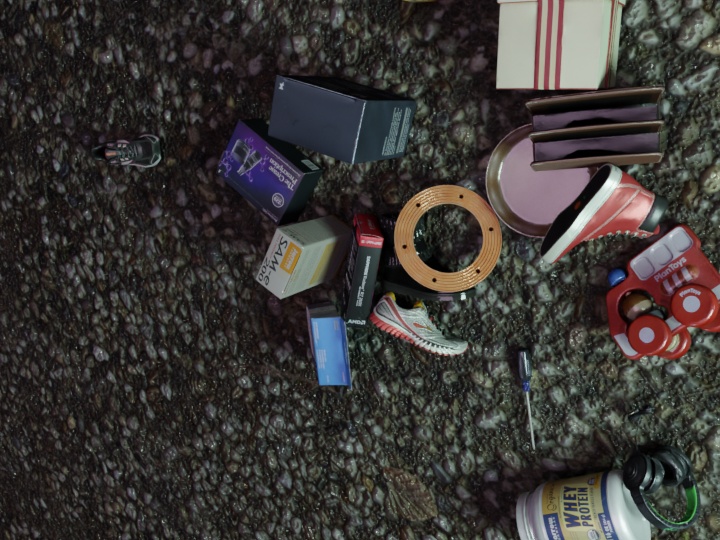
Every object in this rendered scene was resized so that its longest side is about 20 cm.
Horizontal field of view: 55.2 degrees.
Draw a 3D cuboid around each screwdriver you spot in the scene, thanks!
[{"bbox_3d":[0.316,0.245,1.304,0.028,0.029,0.201,-3,94,32],"label":"screwdriver"}]

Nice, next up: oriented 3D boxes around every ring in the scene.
[{"bbox_3d":[0.162,-0.059,1.279,0.200,0.019,0.201,0,82,0],"label":"ring"}]

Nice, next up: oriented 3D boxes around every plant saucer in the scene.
[{"bbox_3d":[0.319,-0.158,1.209,0.200,0.032,0.201,7,104,30],"label":"plant saucer"}]

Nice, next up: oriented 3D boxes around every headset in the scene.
[{"bbox_3d":[0.505,0.330,1.160,0.094,0.123,0.200,122,136,-54],"label":"headset"}]

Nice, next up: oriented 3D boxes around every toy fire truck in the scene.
[{"bbox_3d":[0.490,0.044,1.122,0.200,0.112,0.168,-43,54,31],"label":"toy fire truck"}]

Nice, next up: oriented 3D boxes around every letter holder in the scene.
[{"bbox_3d":[0.364,-0.219,1.073,0.199,0.142,0.101,-2,91,20],"label":"letter holder"}]

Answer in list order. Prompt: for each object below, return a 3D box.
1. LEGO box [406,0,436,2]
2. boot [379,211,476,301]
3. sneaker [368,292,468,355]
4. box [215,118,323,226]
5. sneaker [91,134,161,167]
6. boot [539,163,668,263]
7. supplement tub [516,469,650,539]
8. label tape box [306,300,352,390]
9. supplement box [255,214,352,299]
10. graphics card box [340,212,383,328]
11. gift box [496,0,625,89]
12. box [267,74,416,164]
[{"bbox_3d":[0.077,-0.546,1.164,0.077,0.200,0.149,7,106,30],"label":"LEGO box"},{"bbox_3d":[0.125,-0.029,1.328,0.211,0.079,0.158,10,106,30],"label":"boot"},{"bbox_3d":[0.121,0.107,1.347,0.200,0.078,0.082,25,93,-1],"label":"sneaker"},{"bbox_3d":[-0.198,-0.213,1.484,0.200,0.079,0.141,40,121,17],"label":"box"},{"bbox_3d":[-0.578,-0.286,1.689,0.199,0.086,0.081,-3,101,31],"label":"sneaker"},{"bbox_3d":[0.405,-0.064,1.143,0.144,0.073,0.200,28,125,-13],"label":"boot"},{"bbox_3d":[0.397,0.446,1.237,0.200,0.144,0.145,-24,89,33],"label":"supplement tub"},{"bbox_3d":[-0.068,0.155,1.424,0.063,0.200,0.145,-7,100,-8],"label":"label tape box"},{"bbox_3d":[-0.107,-0.032,1.396,0.073,0.200,0.126,36,117,19],"label":"supplement box"},{"bbox_3d":[0.000,0.000,1.377,0.051,0.126,0.201,7,113,-10],"label":"graphics card box"},{"bbox_3d":[0.299,-0.381,1.080,0.199,0.184,0.187,8,107,23],"label":"gift box"},{"bbox_3d":[-0.033,-0.287,1.292,0.196,0.200,0.118,23,112,26],"label":"box"}]
